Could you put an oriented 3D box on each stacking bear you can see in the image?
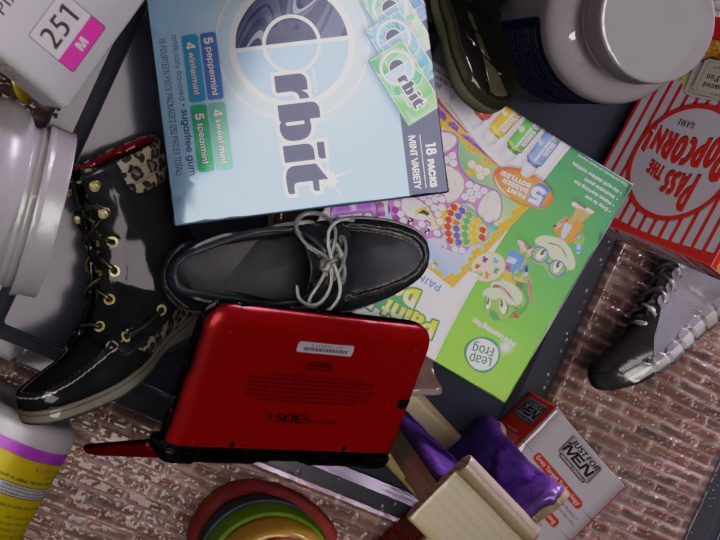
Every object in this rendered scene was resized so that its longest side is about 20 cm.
[{"bbox_3d":[-0.065,0.237,1.020,0.121,0.200,0.114,-41,106,-7],"label":"stacking bear"}]

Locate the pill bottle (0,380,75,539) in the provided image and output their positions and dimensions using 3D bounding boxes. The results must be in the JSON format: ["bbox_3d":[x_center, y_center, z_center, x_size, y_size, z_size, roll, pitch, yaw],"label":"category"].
[{"bbox_3d":[-0.301,0.183,0.997,0.104,0.104,0.200,29,88,-17],"label":"pill bottle"}]

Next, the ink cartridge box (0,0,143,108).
[{"bbox_3d":[-0.213,-0.240,0.904,0.174,0.044,0.200,40,76,-32],"label":"ink cartridge box"}]

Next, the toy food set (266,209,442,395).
[{"bbox_3d":[0.000,0.000,1.077,0.143,0.060,0.201,1,93,-16],"label":"toy food set"}]

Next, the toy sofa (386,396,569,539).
[{"bbox_3d":[0.075,0.151,1.050,0.098,0.200,0.083,-44,106,0],"label":"toy sofa"}]

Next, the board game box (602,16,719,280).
[{"bbox_3d":[0.286,-0.103,1.099,0.046,0.151,0.200,30,88,-41],"label":"board game box"}]

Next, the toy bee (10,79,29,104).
[{"bbox_3d":[-0.271,-0.176,0.958,0.200,0.109,0.131,-33,106,-9],"label":"toy bee"}]

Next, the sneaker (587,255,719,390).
[{"bbox_3d":[0.254,0.010,1.155,0.200,0.075,0.116,-32,100,-20],"label":"sneaker"}]

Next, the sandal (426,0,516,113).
[{"bbox_3d":[0.071,-0.190,1.027,0.080,0.201,0.057,27,132,-26],"label":"sandal"}]

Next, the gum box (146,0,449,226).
[{"bbox_3d":[-0.046,-0.128,0.981,0.199,0.045,0.170,-8,92,-3],"label":"gum box"}]

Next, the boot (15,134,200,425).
[{"bbox_3d":[-0.191,0.005,0.980,0.203,0.073,0.154,-38,118,-43],"label":"boot"}]

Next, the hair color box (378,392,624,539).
[{"bbox_3d":[0.114,0.211,1.141,0.200,0.061,0.102,-42,106,-6],"label":"hair color box"}]

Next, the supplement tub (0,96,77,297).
[{"bbox_3d":[-0.311,-0.063,0.941,0.200,0.145,0.146,15,93,-17],"label":"supplement tub"}]

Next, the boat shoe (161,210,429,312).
[{"bbox_3d":[-0.043,-0.005,0.972,0.199,0.062,0.075,-1,88,-11],"label":"boat shoe"}]

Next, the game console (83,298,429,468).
[{"bbox_3d":[-0.076,0.088,0.996,0.200,0.119,0.173,8,108,-39],"label":"game console"}]

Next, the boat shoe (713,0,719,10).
[{"bbox_3d":[0.288,-0.266,1.068,0.068,0.200,0.075,25,133,-16],"label":"boat shoe"}]

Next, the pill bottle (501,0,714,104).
[{"bbox_3d":[0.181,-0.187,1.034,0.119,0.200,0.120,-2,98,-15],"label":"pill bottle"}]

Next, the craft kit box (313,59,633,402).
[{"bbox_3d":[0.074,-0.033,1.038,0.200,0.049,0.198,30,92,-6],"label":"craft kit box"}]
